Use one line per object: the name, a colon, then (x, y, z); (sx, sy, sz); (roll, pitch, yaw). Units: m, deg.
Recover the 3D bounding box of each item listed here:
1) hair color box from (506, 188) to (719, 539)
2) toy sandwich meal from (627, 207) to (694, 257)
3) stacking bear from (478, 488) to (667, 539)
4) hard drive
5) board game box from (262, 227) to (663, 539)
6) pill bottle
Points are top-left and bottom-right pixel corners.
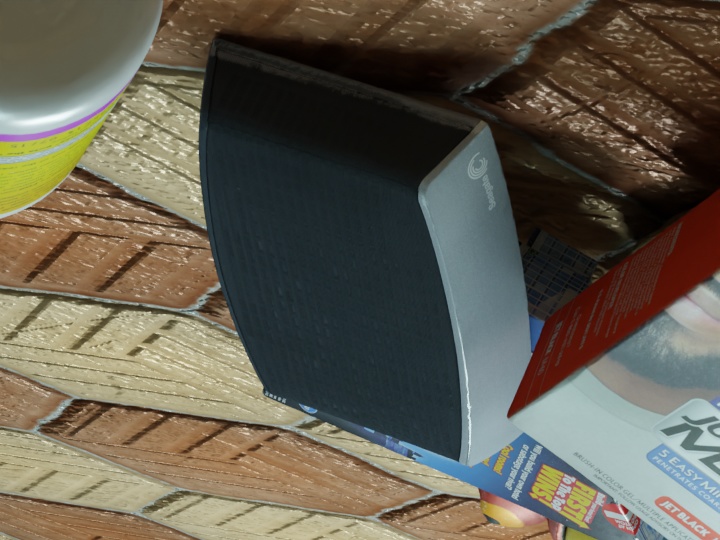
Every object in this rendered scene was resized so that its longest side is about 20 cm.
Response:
hair color box: (0.161, 0.025, 1.033); (0.111, 0.064, 0.200); (37, 134, -13)
toy sandwich meal: (0.201, 0.027, 1.172); (0.205, 0.070, 0.205); (11, 164, 3)
stacking bear: (0.144, 0.123, 1.455); (0.200, 0.114, 0.121); (27, 171, 19)
hard drive: (0.000, 0.000, 1.123); (0.135, 0.042, 0.200); (19, 147, 22)
board game box: (0.065, 0.040, 1.232); (0.200, 0.062, 0.200); (28, 153, 6)
pill bottle: (-0.137, -0.077, 0.989); (0.104, 0.104, 0.200); (15, 164, -11)
